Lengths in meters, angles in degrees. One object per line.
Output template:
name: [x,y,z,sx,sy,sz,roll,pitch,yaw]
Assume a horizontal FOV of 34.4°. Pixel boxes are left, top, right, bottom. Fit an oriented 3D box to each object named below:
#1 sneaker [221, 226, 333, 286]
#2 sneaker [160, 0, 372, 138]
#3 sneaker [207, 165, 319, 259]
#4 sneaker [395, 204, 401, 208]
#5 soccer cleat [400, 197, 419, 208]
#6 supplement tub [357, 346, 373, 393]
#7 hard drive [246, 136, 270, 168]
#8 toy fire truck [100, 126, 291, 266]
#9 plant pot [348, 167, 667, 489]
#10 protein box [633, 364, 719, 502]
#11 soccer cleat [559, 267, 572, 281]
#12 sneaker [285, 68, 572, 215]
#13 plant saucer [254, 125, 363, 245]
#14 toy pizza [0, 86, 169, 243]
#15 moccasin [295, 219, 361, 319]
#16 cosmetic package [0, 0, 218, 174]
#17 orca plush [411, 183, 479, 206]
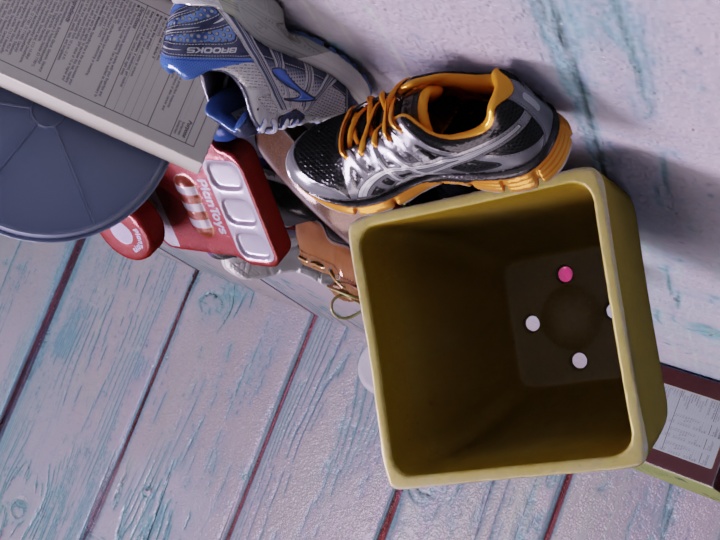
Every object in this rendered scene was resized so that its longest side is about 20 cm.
sneaker: [-0.065,-0.037,1.232,0.198,0.078,0.082,6,-151,-34]
sneaker: [-0.068,-0.127,0.798,0.077,0.086,0.199,16,171,40]
sneaker: [-0.104,-0.046,1.102,0.075,0.088,0.199,28,170,-35]
sneaker: [0.067,-0.034,1.223,0.084,0.078,0.199,-14,149,43]
soccer cleat: [0.065,-0.042,1.095,0.084,0.065,0.200,46,162,-2]
supplement tub: [0.086,0.261,2.975,0.143,0.146,0.200,19,172,21]
hard drive: [-0.085,-0.096,1.182,0.131,0.026,0.200,21,172,2]
toy fire truck: [-0.151,-0.098,0.993,0.166,0.112,0.202,6,129,33]
plant pot: [0.133,0.043,0.877,0.192,0.198,0.199,-11,176,28]
protein box: [0.445,0.223,1.616,0.199,0.136,0.198,18,171,36]
soccer cleat: [0.190,0.009,1.149,0.085,0.071,0.200,8,180,-18]
sneaker: [0.033,-0.091,0.749,0.198,0.079,0.077,-7,151,29]
plant saucer: [-0.021,-0.066,0.979,0.200,0.035,0.200,42,-173,-7]
toy pizza: [-0.241,-0.121,0.901,0.198,0.202,0.032,23,170,-9]
moccasin: [-0.001,0.000,1.084,0.073,0.079,0.201,-9,-155,-38]
cosmetic package: [-0.190,-0.160,0.860,0.198,0.105,0.073,25,174,-10]
orca plush: [0.040,-0.074,0.911,0.198,0.072,0.105,19,172,31]
